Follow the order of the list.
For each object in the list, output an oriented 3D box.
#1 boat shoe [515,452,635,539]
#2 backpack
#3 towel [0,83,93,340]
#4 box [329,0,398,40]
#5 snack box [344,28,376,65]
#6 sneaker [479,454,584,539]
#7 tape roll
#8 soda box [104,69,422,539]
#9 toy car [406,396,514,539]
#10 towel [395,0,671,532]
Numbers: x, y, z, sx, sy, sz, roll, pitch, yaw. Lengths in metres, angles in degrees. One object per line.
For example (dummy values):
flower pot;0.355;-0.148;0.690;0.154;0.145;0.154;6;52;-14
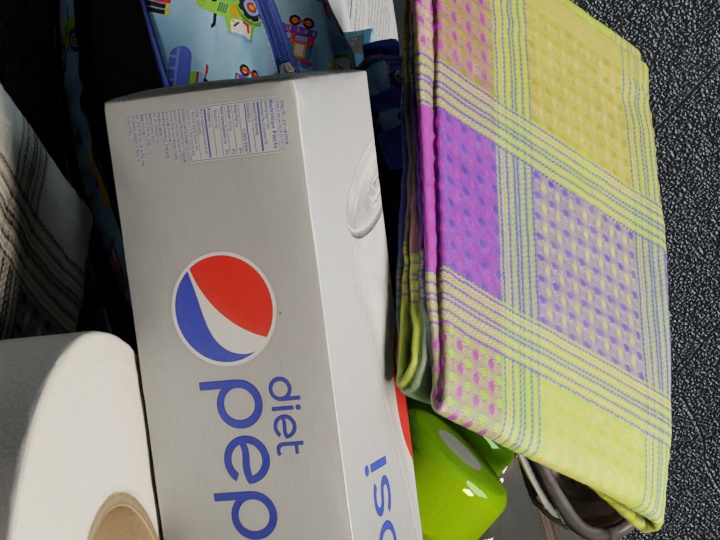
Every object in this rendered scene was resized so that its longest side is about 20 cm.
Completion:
boat shoe;0.069;0.005;0.821;0.060;0.073;0.202;-106;-175;-80
backpack;-0.044;-0.045;0.813;0.183;0.133;0.202;131;-54;-74
towel;-0.113;0.031;0.649;0.200;0.034;0.194;71;13;-59
box;-0.048;-0.140;1.064;0.185;0.104;0.201;-87;168;-54
snack box;-0.032;-0.013;1.013;0.037;0.115;0.201;-89;169;-50
sneaker;0.032;0.150;1.016;0.200;0.074;0.107;-46;131;-25
tape roll;-0.080;0.118;0.617;0.203;0.037;0.205;-6;90;-79
soda box;-0.024;0.042;0.670;0.068;0.063;0.202;-19;102;-70
toy car;0.043;0.171;0.876;0.200;0.164;0.158;41;10;-1
towel;0.060;-0.022;0.749;0.143;0.023;0.202;28;50;-42
